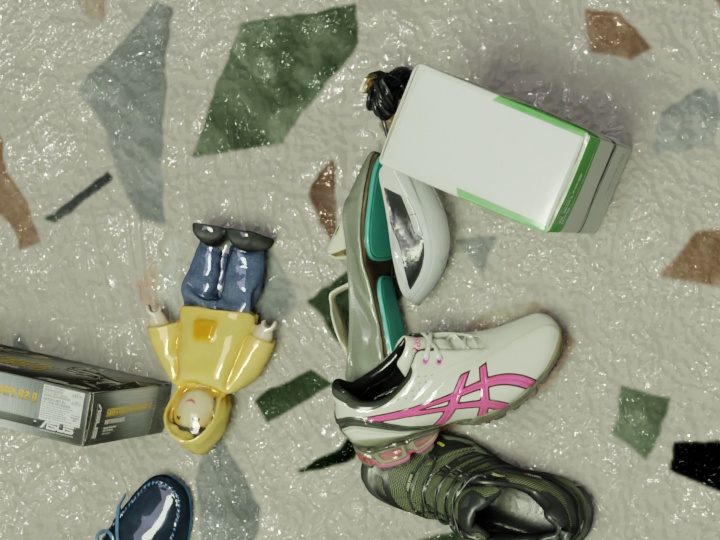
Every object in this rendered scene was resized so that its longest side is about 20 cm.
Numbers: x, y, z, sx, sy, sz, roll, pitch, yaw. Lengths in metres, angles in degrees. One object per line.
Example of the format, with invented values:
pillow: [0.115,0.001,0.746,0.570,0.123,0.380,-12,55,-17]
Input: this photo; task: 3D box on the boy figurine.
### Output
boy figurine: [-0.136,0.060,1.461,0.124,0.064,0.201,13,89,15]

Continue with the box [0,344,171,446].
box: [-0.288,0.105,1.458,0.199,0.158,0.049,11,93,18]

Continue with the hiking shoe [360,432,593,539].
hiking shoe: [0.088,0.179,1.363,0.199,0.101,0.076,11,91,18]

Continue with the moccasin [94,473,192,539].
moccasin: [-0.210,0.276,1.472,0.080,0.068,0.201,25,95,17]

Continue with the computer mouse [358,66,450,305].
computer mouse: [0.045,-0.072,1.397,0.044,0.110,0.201,-10,94,16]

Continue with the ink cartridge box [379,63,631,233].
ink cartridge box: [0.120,-0.091,1.313,0.145,0.200,0.084,24,98,17]

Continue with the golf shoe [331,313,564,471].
golf shoe: [0.072,0.085,1.360,0.199,0.092,0.073,-29,34,0]

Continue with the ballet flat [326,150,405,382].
ballet flat: [0.000,0.000,1.419,0.063,0.067,0.201,-7,85,26]
